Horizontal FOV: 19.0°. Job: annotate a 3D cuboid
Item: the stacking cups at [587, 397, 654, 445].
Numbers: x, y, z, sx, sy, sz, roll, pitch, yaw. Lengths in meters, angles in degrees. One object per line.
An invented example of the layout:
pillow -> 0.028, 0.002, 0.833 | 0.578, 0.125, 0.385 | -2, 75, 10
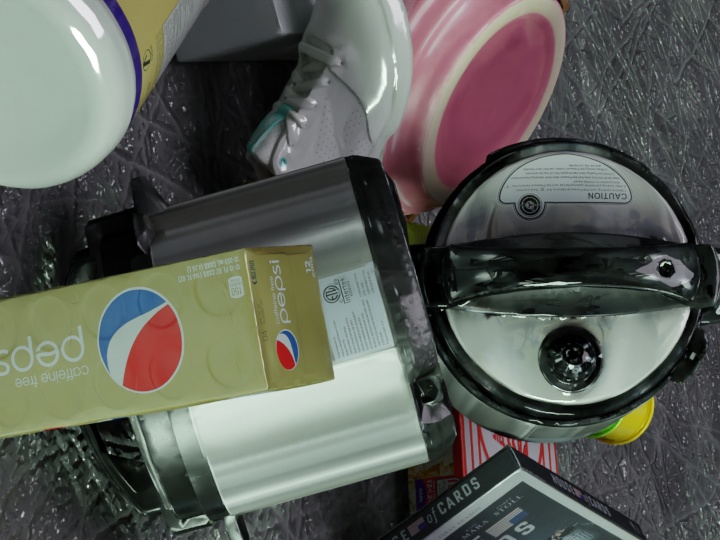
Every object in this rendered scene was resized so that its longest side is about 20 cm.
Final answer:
stacking cups -> 0.140, 0.082, 1.500 | 0.200, 0.060, 0.061 | 19, 64, -57

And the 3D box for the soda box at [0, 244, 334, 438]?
soda box -> -0.116, 0.037, 1.038 | 0.064, 0.199, 0.068 | -5, 85, -61

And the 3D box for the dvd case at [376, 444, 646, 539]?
dvd case -> 0.089, 0.192, 1.423 | 0.200, 0.150, 0.025 | 33, 23, -53

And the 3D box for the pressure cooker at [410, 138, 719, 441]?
pressure cooker -> 0.122, 0.014, 1.309 | 0.179, 0.176, 0.200 | 46, -6, 6

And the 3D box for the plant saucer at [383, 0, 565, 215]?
plant saucer -> 0.069, -0.119, 1.391 | 0.200, 0.051, 0.201 | -40, 148, -31

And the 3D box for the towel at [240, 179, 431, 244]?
towel -> 0.000, 0.000, 1.393 | 0.200, 0.018, 0.086 | 12, 71, -42

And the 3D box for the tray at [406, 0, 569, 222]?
tray -> 0.063, -0.133, 1.462 | 0.200, 0.037, 0.099 | -55, 153, -9

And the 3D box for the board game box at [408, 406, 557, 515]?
board game box -> 0.084, 0.082, 1.529 | 0.151, 0.046, 0.201 | 18, 65, -58

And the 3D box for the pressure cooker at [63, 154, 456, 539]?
pressure cooker -> -0.061, 0.039, 1.156 | 0.179, 0.199, 0.176 | 74, -1, -48

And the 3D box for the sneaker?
sneaker -> -0.028, -0.091, 1.281 | 0.088, 0.075, 0.201 | -9, 120, -33

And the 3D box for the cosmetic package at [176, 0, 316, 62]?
cosmetic package -> -0.046, -0.194, 1.367 | 0.200, 0.081, 0.113 | -16, 94, -61

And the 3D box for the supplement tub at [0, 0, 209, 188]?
supplement tub -> -0.153, -0.154, 1.095 | 0.146, 0.145, 0.200 | 61, 33, -30
